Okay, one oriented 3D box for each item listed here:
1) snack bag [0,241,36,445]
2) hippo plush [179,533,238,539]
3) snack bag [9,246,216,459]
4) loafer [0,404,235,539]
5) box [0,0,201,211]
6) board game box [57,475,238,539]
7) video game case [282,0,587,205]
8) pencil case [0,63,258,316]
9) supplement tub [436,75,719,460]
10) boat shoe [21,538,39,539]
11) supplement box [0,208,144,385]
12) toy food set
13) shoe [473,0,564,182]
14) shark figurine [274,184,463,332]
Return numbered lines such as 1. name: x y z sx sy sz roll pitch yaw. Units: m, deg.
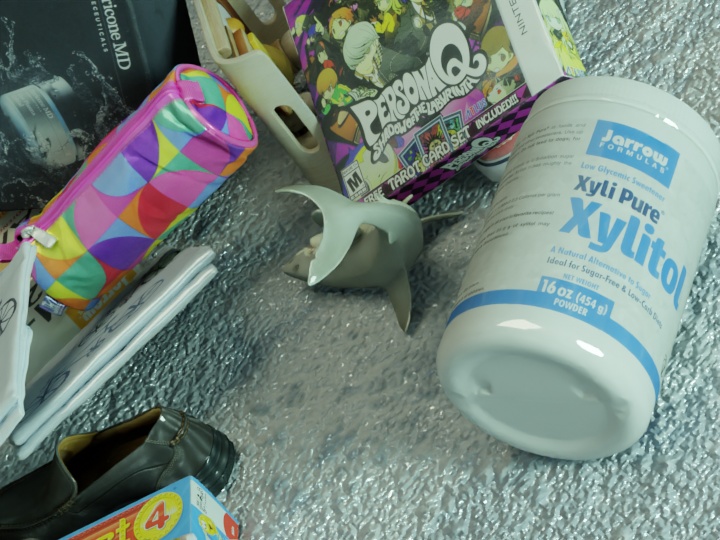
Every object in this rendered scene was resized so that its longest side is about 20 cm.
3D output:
1. snack bag: -0.275 0.098 1.567 0.189 0.021 0.200 -51 23 22
2. hippo plush: -0.056 0.210 1.259 0.200 0.159 0.161 -47 59 -6
3. snack bag: -0.181 0.054 1.616 0.189 0.021 0.200 -45 10 -8
4. loafer: -0.183 0.135 1.559 0.199 0.072 0.073 -23 41 24
5. box: -0.230 -0.158 1.717 0.199 0.197 0.118 -4 30 16
6. board game box: -0.170 0.252 1.438 0.199 0.056 0.196 -27 38 17
7. video game case: 0.047 -0.155 1.578 0.200 0.036 0.182 -33 62 33
8. pencil case: -0.162 -0.056 1.623 0.200 0.088 0.089 -43 33 20
9. supplement tub: 0.132 -0.001 1.371 0.132 0.132 0.201 -7 48 37
10. boat shoe: -0.221 0.238 1.394 0.072 0.066 0.201 -18 41 28
11. supplement box: -0.270 -0.008 1.787 0.126 0.074 0.200 -46 36 -9
12. toy food set: -0.058 -0.158 1.697 0.060 0.144 0.200 -33 36 9
13. shoe: 0.093 -0.158 1.605 0.071 0.091 0.201 -18 41 28
14. shark figurine: 0.013 -0.005 1.510 0.128 0.215 0.090 -8 81 -3
